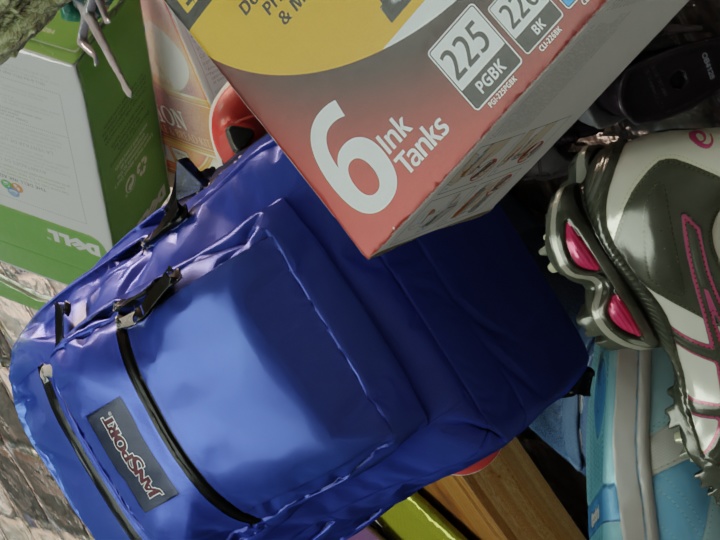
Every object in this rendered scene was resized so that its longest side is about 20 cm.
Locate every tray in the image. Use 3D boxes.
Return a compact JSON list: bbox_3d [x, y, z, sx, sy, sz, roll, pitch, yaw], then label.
[{"bbox_3d":[0.053,0.101,1.398,0.099,0.037,0.200,34,165,46],"label":"tray"}]

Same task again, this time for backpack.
[{"bbox_3d":[-0.046,0.037,1.163,0.200,0.168,0.163,-32,86,36],"label":"backpack"}]

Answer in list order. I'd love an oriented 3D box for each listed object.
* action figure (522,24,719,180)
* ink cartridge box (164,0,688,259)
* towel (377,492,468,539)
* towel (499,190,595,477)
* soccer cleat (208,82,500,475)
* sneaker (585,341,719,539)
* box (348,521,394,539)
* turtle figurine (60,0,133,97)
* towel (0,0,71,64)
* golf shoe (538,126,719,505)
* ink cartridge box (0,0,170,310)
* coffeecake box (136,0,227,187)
[{"bbox_3d":[0.061,-0.090,1.137,0.130,0.069,0.200,56,164,-18],"label":"action figure"},{"bbox_3d":[0.027,-0.137,0.986,0.176,0.084,0.200,51,126,13],"label":"ink cartridge box"},{"bbox_3d":[0.079,0.167,1.418,0.200,0.018,0.086,42,163,19],"label":"towel"},{"bbox_3d":[0.056,0.007,1.307,0.200,0.048,0.112,43,154,32],"label":"towel"},{"bbox_3d":[0.000,0.000,1.279,0.200,0.069,0.085,55,173,-1],"label":"soccer cleat"},{"bbox_3d":[0.158,0.096,1.183,0.080,0.130,0.201,103,165,-85],"label":"sneaker"},{"bbox_3d":[-0.001,0.150,1.529,0.200,0.039,0.137,41,179,1],"label":"box"},{"bbox_3d":[-0.104,-0.162,1.221,0.200,0.101,0.150,42,157,11],"label":"turtle figurine"},{"bbox_3d":[-0.122,-0.185,1.130,0.149,0.200,0.036,55,-167,22],"label":"towel"},{"bbox_3d":[0.151,0.028,1.088,0.088,0.077,0.200,-20,125,35],"label":"golf shoe"},{"bbox_3d":[-0.152,-0.062,1.389,0.104,0.059,0.200,19,144,19],"label":"ink cartridge box"},{"bbox_3d":[-0.092,-0.137,1.388,0.153,0.073,0.201,24,141,56],"label":"coffeecake box"}]
